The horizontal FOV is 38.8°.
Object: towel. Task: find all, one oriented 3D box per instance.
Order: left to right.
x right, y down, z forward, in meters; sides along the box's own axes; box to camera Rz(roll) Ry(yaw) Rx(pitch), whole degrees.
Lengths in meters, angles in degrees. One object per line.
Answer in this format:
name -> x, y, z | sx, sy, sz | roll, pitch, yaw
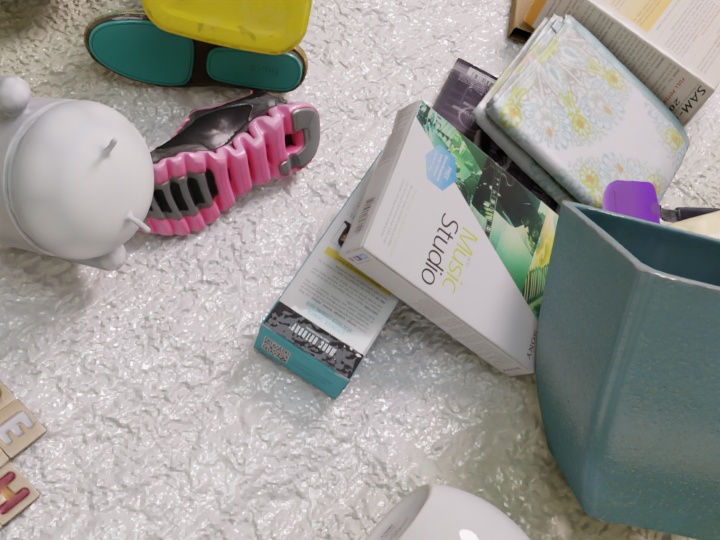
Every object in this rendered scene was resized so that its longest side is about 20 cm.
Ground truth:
towel -> 0.216, -0.135, 0.982 | 0.200, 0.048, 0.171 | 42, 57, -5

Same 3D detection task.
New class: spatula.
spatula -> 0.292, -0.053, 0.956 | 0.199, 0.020, 0.057 | 0, 83, -42

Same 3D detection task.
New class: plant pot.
plant pot -> 0.235, 0.084, 0.770 | 0.195, 0.201, 0.196 | 14, 15, -9

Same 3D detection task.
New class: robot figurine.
robot figurine -> -0.232, -0.070, 0.753 | 0.199, 0.170, 0.113 | 9, 50, 37

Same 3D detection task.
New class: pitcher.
pitcher -> 0.075, 0.260, 0.685 | 0.200, 0.121, 0.172 | 45, 65, -2

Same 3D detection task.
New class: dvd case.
dvd case -> 0.124, -0.102, 0.971 | 0.148, 0.016, 0.201 | 27, 56, -1

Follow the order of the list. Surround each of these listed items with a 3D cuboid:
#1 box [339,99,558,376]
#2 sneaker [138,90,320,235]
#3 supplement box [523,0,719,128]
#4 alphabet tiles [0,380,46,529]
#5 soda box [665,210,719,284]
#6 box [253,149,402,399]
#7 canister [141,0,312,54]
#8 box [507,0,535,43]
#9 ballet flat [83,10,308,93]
box -> 0.087, -0.023, 0.839 | 0.200, 0.036, 0.145 | 36, 62, -28
sneaker -> -0.133, -0.100, 0.870 | 0.199, 0.079, 0.095 | -29, 49, -30
supplement box -> 0.286, -0.253, 1.051 | 0.200, 0.074, 0.126 | 38, 56, 6
alphabet tiles -> -0.323, 0.113, 0.696 | 0.200, 0.008, 0.167 | 45, 53, 7
soda box -> 0.297, -0.004, 0.897 | 0.199, 0.064, 0.068 | -15, 61, -1
box -> 0.000, 0.000, 0.842 | 0.082, 0.049, 0.200 | 32, 61, 2
canister -> -0.108, -0.267, 0.906 | 0.148, 0.087, 0.200 | 11, 30, -7
box -> 0.247, -0.307, 1.128 | 0.163, 0.021, 0.201 | 16, 57, -7
ballet flat -> -0.147, -0.201, 0.926 | 0.199, 0.071, 0.071 | 5, 58, -13
